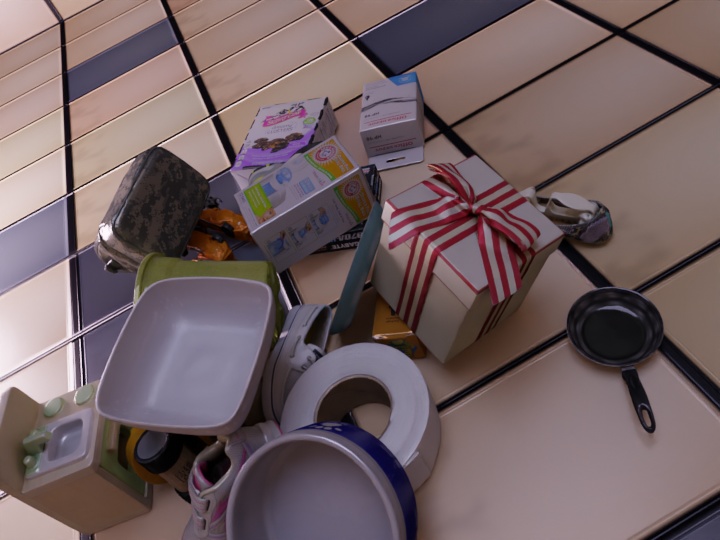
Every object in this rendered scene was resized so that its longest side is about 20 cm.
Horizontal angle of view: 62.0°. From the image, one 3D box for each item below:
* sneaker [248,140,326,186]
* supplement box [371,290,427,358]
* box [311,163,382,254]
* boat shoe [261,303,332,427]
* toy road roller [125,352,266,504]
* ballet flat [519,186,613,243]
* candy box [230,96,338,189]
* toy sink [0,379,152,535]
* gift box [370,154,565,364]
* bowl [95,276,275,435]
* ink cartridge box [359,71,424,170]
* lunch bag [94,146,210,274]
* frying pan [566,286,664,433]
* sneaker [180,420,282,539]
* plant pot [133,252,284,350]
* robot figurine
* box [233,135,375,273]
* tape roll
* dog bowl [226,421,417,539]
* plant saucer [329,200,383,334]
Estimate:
[{"bbox_3d":[-0.109,-0.160,1.061,0.197,0.075,0.078,-22,50,20],"label":"sneaker"},{"bbox_3d":[0.063,0.030,0.882,0.065,0.069,0.203,-7,47,18],"label":"supplement box"},{"bbox_3d":[-0.065,-0.104,1.067,0.196,0.046,0.161,-8,49,17],"label":"box"},{"bbox_3d":[-0.081,0.129,0.855,0.069,0.071,0.202,-12,40,26],"label":"boat shoe"},{"bbox_3d":[-0.232,0.198,0.825,0.145,0.124,0.200,21,62,43],"label":"toy road roller"},{"bbox_3d":[0.274,-0.092,0.894,0.197,0.073,0.073,13,57,32],"label":"ballet flat"},{"bbox_3d":[-0.151,-0.254,1.217,0.164,0.072,0.203,-3,51,22],"label":"candy box"},{"bbox_3d":[-0.369,0.237,0.795,0.110,0.202,0.132,-21,44,4],"label":"toy sink"},{"bbox_3d":[0.123,-0.011,0.753,0.199,0.188,0.184,-33,63,-31],"label":"gift box"},{"bbox_3d":[-0.201,0.109,0.740,0.195,0.075,0.203,1,55,15],"label":"bowl"},{"bbox_3d":[0.063,-0.290,1.159,0.113,0.067,0.203,-9,48,15],"label":"ink cartridge box"},{"bbox_3d":[-0.378,-0.099,1.061,0.166,0.139,0.203,-12,53,44],"label":"lunch bag"},{"bbox_3d":[0.332,0.097,0.729,0.113,0.031,0.191,-29,49,-2],"label":"frying pan"},{"bbox_3d":[-0.176,0.267,0.731,0.081,0.087,0.203,33,97,48],"label":"sneaker"},{"bbox_3d":[-0.213,0.062,0.904,0.180,0.202,0.203,-8,47,2],"label":"plant pot"},{"bbox_3d":[-0.289,-0.069,1.126,0.197,0.059,0.146,19,60,34],"label":"robot figurine"},{"bbox_3d":[-0.088,-0.109,0.978,0.198,0.102,0.113,-31,47,-3],"label":"box"},{"bbox_3d":[0.001,0.196,0.760,0.198,0.071,0.205,-12,47,13],"label":"tape roll"},{"bbox_3d":[-0.040,0.268,0.638,0.196,0.079,0.205,-1,87,20],"label":"dog bowl"},{"bbox_3d":[0.000,0.000,0.864,0.027,0.201,0.203,19,55,0],"label":"plant saucer"}]
